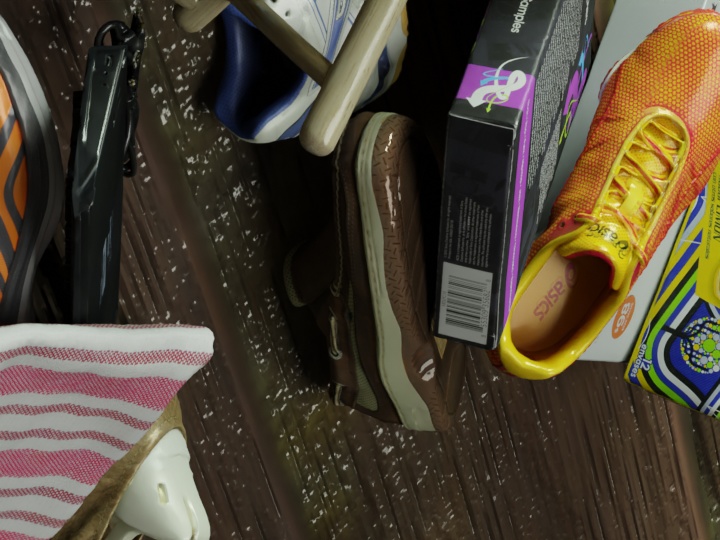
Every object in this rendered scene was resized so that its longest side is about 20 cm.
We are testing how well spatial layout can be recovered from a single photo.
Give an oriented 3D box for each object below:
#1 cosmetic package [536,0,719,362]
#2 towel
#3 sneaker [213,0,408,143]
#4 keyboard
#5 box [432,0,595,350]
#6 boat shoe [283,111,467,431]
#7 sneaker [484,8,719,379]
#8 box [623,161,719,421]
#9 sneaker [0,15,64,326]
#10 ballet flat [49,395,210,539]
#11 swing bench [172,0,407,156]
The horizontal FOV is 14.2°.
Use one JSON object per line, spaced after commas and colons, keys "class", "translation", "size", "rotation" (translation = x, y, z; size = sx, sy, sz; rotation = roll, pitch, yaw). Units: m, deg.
{"class": "cosmetic package", "translation": [0.150, -0.053, 1.491], "size": [0.151, 0.051, 0.201], "rotation": [7, 104, -63]}
{"class": "towel", "translation": [-0.155, 0.092, 1.138], "size": [0.146, 0.030, 0.200], "rotation": [-3, 140, -52]}
{"class": "sneaker", "translation": [-0.026, -0.142, 1.208], "size": [0.088, 0.075, 0.201], "rotation": [-33, 133, -38]}
{"class": "keyboard", "translation": [-0.106, -0.023, 1.155], "size": [0.200, 0.020, 0.128], "rotation": [101, -1, -57]}
{"class": "box", "translation": [0.075, -0.085, 1.321], "size": [0.143, 0.036, 0.201], "rotation": [92, 15, -47]}
{"class": "boat shoe", "translation": [-0.002, 0.005, 1.319], "size": [0.203, 0.074, 0.075], "rotation": [79, 23, -48]}
{"class": "sneaker", "translation": [0.128, -0.031, 1.377], "size": [0.073, 0.077, 0.201], "rotation": [28, 94, -12]}
{"class": "box", "translation": [0.208, -0.023, 1.498], "size": [0.070, 0.064, 0.201], "rotation": [13, 98, -67]}
{"class": "sneaker", "translation": [-0.176, -0.003, 1.087], "size": [0.112, 0.077, 0.201], "rotation": [-28, 130, -43]}
{"class": "ballet flat", "translation": [-0.109, 0.127, 1.250], "size": [0.201, 0.072, 0.068], "rotation": [-66, 161, -2]}
{"class": "swing bench", "translation": [-0.040, -0.183, 1.048], "size": [0.200, 0.130, 0.199], "rotation": [-52, 134, 6]}
